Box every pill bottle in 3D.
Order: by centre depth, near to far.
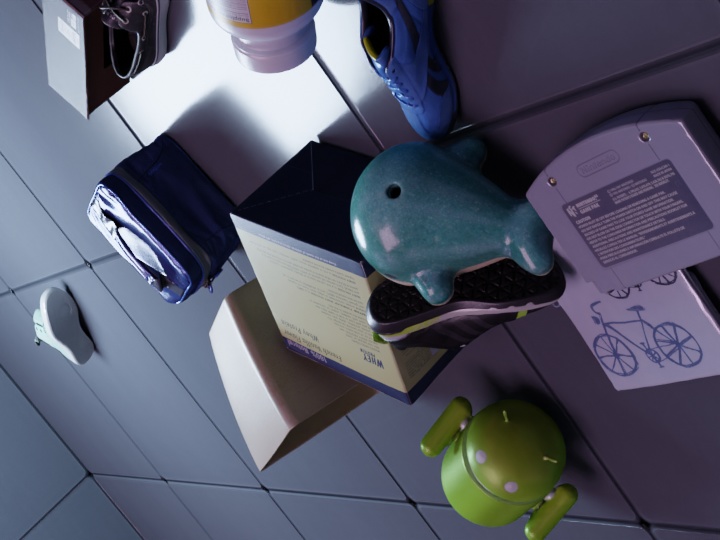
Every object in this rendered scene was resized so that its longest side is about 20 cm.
[{"bbox_3d":[-0.090,-0.278,1.194,0.111,0.112,0.201,30,150,29],"label":"pill bottle"}]

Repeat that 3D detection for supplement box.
[{"bbox_3d":[0.000,0.000,1.419,0.199,0.134,0.201,21,144,41],"label":"supplement box"}]

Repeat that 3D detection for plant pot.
[{"bbox_3d":[-0.074,0.094,1.613,0.178,0.199,0.200,53,155,10],"label":"plant pot"}]

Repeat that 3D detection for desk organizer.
[{"bbox_3d":[-0.320,-0.277,1.580,0.072,0.077,0.201,40,153,12],"label":"desk organizer"}]

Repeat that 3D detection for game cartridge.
[{"bbox_3d":[0.226,-0.059,1.089,0.134,0.041,0.199,57,147,-5],"label":"game cartridge"}]

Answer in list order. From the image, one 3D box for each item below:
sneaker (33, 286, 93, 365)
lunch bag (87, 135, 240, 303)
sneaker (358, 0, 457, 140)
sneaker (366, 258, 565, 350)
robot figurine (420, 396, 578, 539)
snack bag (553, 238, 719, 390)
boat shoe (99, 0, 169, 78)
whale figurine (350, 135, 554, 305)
[{"bbox_3d":[-0.572,0.089,2.464,0.117,0.074,0.202,25,149,26],"label":"sneaker"},{"bbox_3d":[-0.250,-0.052,1.725,0.200,0.132,0.136,46,154,2],"label":"lunch bag"},{"bbox_3d":[0.033,-0.184,1.181,0.065,0.078,0.201,24,148,34],"label":"sneaker"},{"bbox_3d":[0.101,0.031,1.278,0.197,0.072,0.083,-10,144,17],"label":"sneaker"},{"bbox_3d":[0.159,0.215,1.501,0.175,0.116,0.200,40,153,7],"label":"robot figurine"},{"bbox_3d":[0.239,0.020,1.218,0.201,0.021,0.188,54,153,-8],"label":"snack bag"},{"bbox_3d":[-0.257,-0.287,1.483,0.070,0.066,0.201,39,153,14],"label":"boat shoe"},{"bbox_3d":[0.081,-0.050,1.208,0.198,0.161,0.104,11,168,29],"label":"whale figurine"}]
